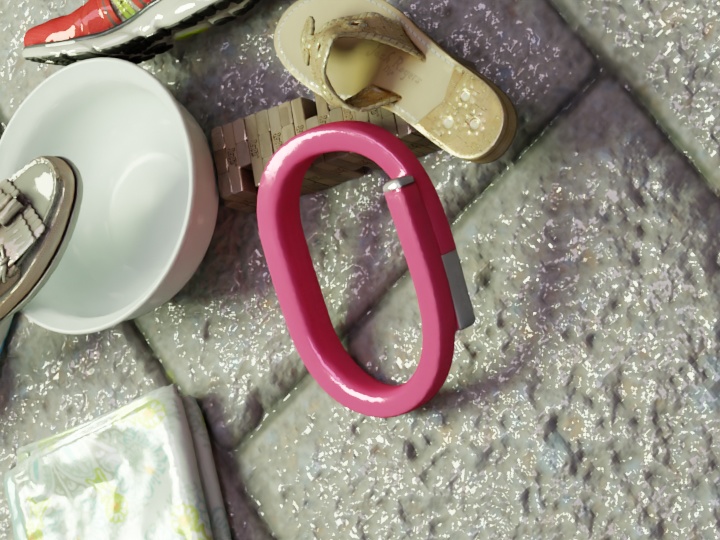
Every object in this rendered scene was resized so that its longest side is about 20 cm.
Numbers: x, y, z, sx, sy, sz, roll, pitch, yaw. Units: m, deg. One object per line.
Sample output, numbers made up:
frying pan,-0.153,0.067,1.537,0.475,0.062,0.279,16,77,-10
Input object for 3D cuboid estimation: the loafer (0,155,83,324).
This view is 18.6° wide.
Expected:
loafer,-0.271,0.001,1.563,0.200,0.063,0.072,-53,56,17

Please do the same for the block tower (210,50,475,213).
block tower,-0.014,-0.094,1.522,0.199,0.054,0.058,-19,73,30

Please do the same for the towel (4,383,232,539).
towel,-0.172,0.200,1.582,0.171,0.048,0.201,-25,70,29

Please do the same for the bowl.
bowl,-0.171,-0.048,1.594,0.200,0.090,0.202,-6,79,35

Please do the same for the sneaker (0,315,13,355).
sneaker,-0.335,0.045,1.664,0.079,0.130,0.201,2,83,35

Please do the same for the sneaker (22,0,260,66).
sneaker,-0.160,-0.202,1.591,0.199,0.077,0.085,-18,82,22

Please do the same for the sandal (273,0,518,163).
sandal,0.007,-0.137,1.441,0.211,0.070,0.078,32,100,33

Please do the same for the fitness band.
fitness band,0.000,0.000,1.466,0.143,0.037,0.201,-12,96,41
